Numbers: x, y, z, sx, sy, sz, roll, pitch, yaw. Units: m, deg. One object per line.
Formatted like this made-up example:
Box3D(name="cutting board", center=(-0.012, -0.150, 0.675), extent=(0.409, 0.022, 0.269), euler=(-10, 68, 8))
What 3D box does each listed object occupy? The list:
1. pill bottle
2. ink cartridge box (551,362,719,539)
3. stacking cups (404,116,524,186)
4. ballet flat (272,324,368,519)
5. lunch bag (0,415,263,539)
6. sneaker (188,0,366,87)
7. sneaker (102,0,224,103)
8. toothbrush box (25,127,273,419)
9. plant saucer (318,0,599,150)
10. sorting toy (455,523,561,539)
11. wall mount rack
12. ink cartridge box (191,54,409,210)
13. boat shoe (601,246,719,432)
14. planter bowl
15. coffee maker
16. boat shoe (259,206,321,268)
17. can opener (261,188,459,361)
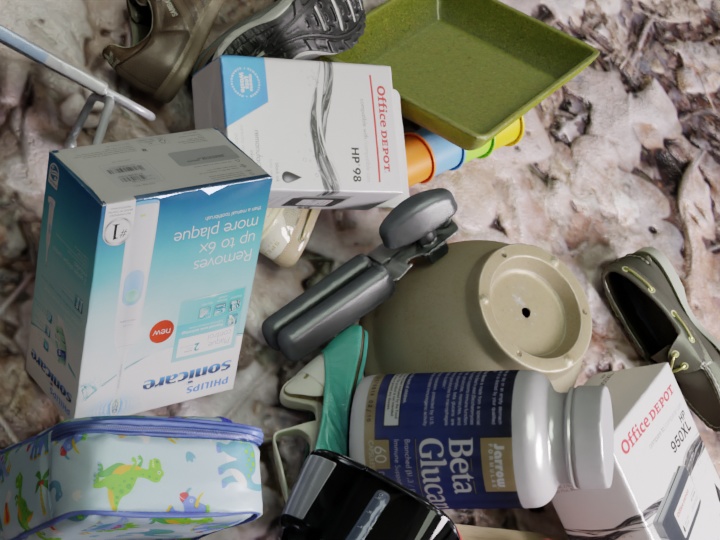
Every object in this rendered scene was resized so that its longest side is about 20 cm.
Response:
Box3D(name="pill bottle", center=(0.099, 0.136, 1.301), extent=(0.200, 0.111, 0.111), euler=(-3, 61, 15))
Box3D(name="ink cartridge box", center=(0.247, 0.202, 1.413), extent=(0.145, 0.084, 0.200), euler=(-41, 109, -49))
Box3D(name="stacking cups", center=(0.069, -0.108, 1.520), extent=(0.200, 0.061, 0.061), euler=(-31, 86, -35))
Box3D(name="ballet flat", center=(-0.035, 0.126, 1.336), extent=(0.070, 0.067, 0.200), euler=(12, 59, -11))
Box3D(name="lunch bag", center=(-0.166, 0.155, 1.152), extent=(0.161, 0.200, 0.082), euler=(6, 71, -28))
Box3D(name="sneaker", center=(-0.074, -0.213, 1.460), extent=(0.200, 0.079, 0.074), euler=(-35, 113, -34))
Box3D(name="sneaker", center=(-0.162, -0.243, 1.429), extent=(0.076, 0.070, 0.200), euler=(28, 55, -16))
Box3D(name="toothbrush box", center=(-0.163, 0.005, 1.224), extent=(0.146, 0.200, 0.085), euler=(-11, 39, -36))
Box3D(name="plant saucer", center=(0.090, -0.190, 1.534), extent=(0.200, 0.048, 0.200), euler=(31, 47, 25))
Box3D(name="sorting toy", center=(0.105, 0.302, 1.333), extent=(0.200, 0.070, 0.199), euler=(10, 62, -27))
Box3D(name="wall mount rack", center=(-0.257, -0.137, 1.260), extent=(0.200, 0.174, 0.075), euler=(28, 91, -18))
Box3D(name="ink cartridge box", center=(-0.035, -0.114, 1.365), extent=(0.200, 0.067, 0.116), euler=(-1, 79, -28))
Box3D(name="boat shoe", center=(0.302, 0.073, 1.568), extent=(0.060, 0.072, 0.202), euler=(-18, 72, -35))
Box3D(name="planter bowl", center=(0.117, 0.056, 1.419), extent=(0.200, 0.135, 0.200), euler=(13, 61, -26))
Box3D(name="coffee maker", center=(-0.009, 0.261, 1.198), extent=(0.192, 0.135, 0.200), euler=(37, 71, -2))
Box3D(name="boat shoe", center=(-0.041, -0.091, 1.434), extent=(0.065, 0.072, 0.200), euler=(37, 59, -16))
Box3D(name="can opener", center=(0.000, 0.000, 1.383), extent=(0.200, 0.053, 0.066), euler=(-38, 125, -16))
